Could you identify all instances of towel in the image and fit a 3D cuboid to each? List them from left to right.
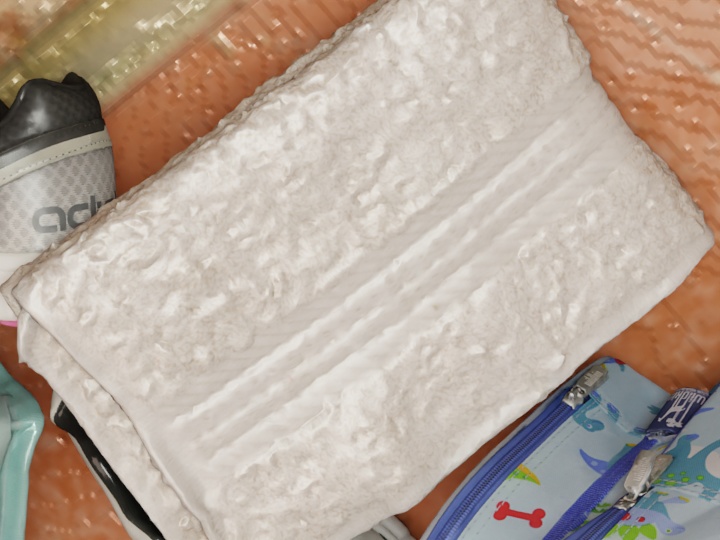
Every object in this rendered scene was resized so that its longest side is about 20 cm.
[{"bbox_3d":[0.000,0.000,0.919,0.200,0.034,0.133,-38,108,-6],"label":"towel"}]

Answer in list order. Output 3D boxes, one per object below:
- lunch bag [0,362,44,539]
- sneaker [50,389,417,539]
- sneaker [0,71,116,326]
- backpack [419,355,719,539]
[{"bbox_3d":[-0.204,0.115,0.988,0.169,0.122,0.201,-4,121,-27],"label":"lunch bag"},{"bbox_3d":[-0.041,0.089,0.998,0.074,0.080,0.200,-31,109,22],"label":"sneaker"},{"bbox_3d":[-0.161,-0.035,0.964,0.199,0.074,0.088,6,97,22],"label":"sneaker"},{"bbox_3d":[0.088,0.137,0.926,0.146,0.200,0.184,20,123,23],"label":"backpack"}]
